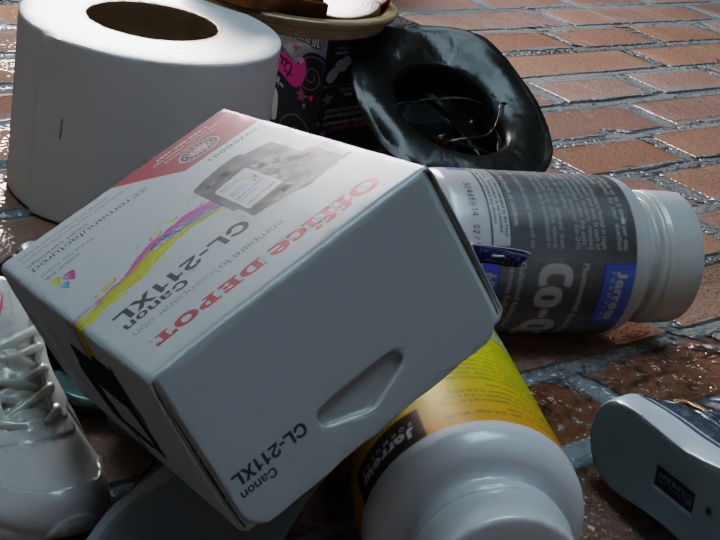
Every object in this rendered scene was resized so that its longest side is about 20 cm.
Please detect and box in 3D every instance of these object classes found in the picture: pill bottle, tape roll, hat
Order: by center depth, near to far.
[{"bbox_3d":[0.045,0.098,0.697,0.108,0.110,0.200,5,24,-14],"label":"pill bottle"},{"bbox_3d":[0.132,-0.012,0.973,0.198,0.115,0.114,1,26,-20],"label":"pill bottle"},{"bbox_3d":[-0.168,-0.127,1.067,0.201,0.140,0.203,10,23,-4],"label":"tape roll"},{"bbox_3d":[0.071,-0.124,1.220,0.199,0.081,0.202,11,50,-13],"label":"hat"}]

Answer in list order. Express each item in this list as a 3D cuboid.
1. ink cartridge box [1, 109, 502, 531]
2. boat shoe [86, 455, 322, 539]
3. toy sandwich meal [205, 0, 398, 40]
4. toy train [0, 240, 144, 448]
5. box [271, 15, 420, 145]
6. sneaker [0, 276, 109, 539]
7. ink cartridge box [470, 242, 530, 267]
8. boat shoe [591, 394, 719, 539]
[{"bbox_3d":[-0.056,0.009,0.619,0.145,0.083,0.200,-38,28,-18],"label":"ink cartridge box"},{"bbox_3d":[-0.070,0.101,0.661,0.200,0.071,0.091,-44,17,-24],"label":"boat shoe"},{"bbox_3d":[-0.061,-0.257,1.199,0.203,0.071,0.205,8,23,-3],"label":"toy sandwich meal"},{"bbox_3d":[-0.125,0.040,0.799,0.199,0.086,0.114,25,14,35],"label":"toy train"},{"bbox_3d":[-0.063,-0.201,1.308,0.199,0.116,0.132,28,30,37],"label":"box"},{"bbox_3d":[-0.185,0.058,0.698,0.077,0.100,0.200,-9,30,-36],"label":"sneaker"},{"bbox_3d":[0.000,0.000,0.833,0.198,0.042,0.119,3,-4,3],"label":"ink cartridge box"},{"bbox_3d":[0.216,0.123,0.743,0.090,0.071,0.200,-3,26,-26],"label":"boat shoe"}]
